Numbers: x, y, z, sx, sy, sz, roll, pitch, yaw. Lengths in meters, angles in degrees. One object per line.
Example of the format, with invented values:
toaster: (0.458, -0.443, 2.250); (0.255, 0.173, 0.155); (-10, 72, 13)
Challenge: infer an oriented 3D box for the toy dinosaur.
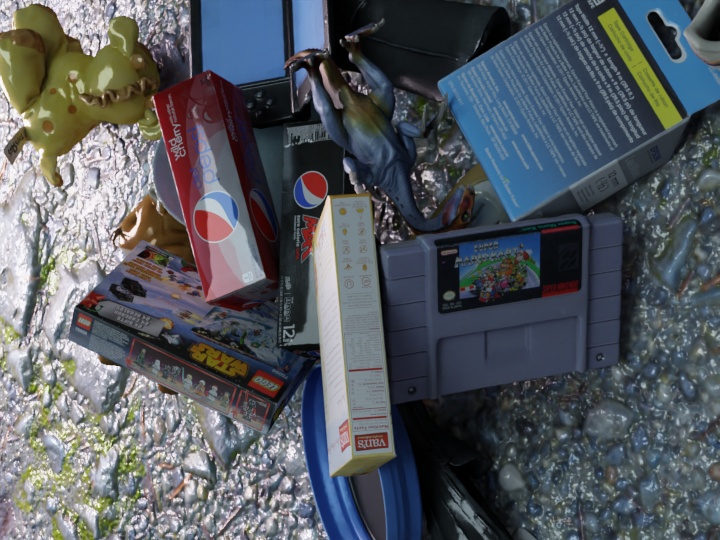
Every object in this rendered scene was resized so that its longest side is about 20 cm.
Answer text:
toy dinosaur: (0.026, -0.111, 1.233); (0.104, 0.200, 0.183); (-27, 103, -2)

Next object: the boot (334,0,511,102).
boot: (0.049, -0.240, 1.323); (0.199, 0.065, 0.167); (26, 117, 45)

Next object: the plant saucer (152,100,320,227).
plant saucer: (-0.098, -0.101, 1.416); (0.198, 0.039, 0.203); (-6, 53, 8)

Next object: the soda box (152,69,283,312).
soda box: (-0.121, -0.070, 1.316); (0.063, 0.070, 0.202); (-22, 74, 18)

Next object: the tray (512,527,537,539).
tray: (0.124, 0.331, 1.258); (0.107, 0.022, 0.202); (38, 112, 35)

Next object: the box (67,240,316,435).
box: (-0.143, 0.057, 1.329); (0.198, 0.137, 0.040); (25, 122, 7)

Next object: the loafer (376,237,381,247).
loafer: (0.000, 0.000, 1.363); (0.198, 0.075, 0.070); (14, 82, 32)

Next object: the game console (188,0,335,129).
game console: (-0.096, -0.247, 1.385); (0.174, 0.116, 0.202); (-8, 70, 14)

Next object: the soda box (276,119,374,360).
soda box: (-0.029, -0.027, 1.298); (0.063, 0.071, 0.203); (-4, 76, 25)

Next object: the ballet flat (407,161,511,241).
ballet flat: (0.084, -0.024, 1.251); (0.200, 0.069, 0.063); (-45, 13, 7)

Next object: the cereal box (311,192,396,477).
cereal box: (-0.008, 0.055, 1.163); (0.144, 0.039, 0.203); (123, 143, -76)

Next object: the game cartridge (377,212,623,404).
game cartridge: (0.111, 0.027, 1.156); (0.038, 0.198, 0.131); (-127, 32, -60)

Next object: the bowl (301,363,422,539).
bowl: (0.001, 0.177, 1.309); (0.200, 0.039, 0.203); (169, 90, -70)

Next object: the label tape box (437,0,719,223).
label tape box: (0.182, -0.136, 1.193); (0.199, 0.066, 0.144); (-30, 66, 7)

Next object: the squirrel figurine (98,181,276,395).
squirrel figurine: (-0.165, 0.003, 1.484); (0.198, 0.141, 0.189); (-17, 66, 25)

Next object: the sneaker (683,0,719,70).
sneaker: (0.317, -0.225, 1.068); (0.075, 0.090, 0.201); (50, 116, 32)

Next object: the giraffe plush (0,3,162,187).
giraffe plush: (-0.284, -0.200, 1.577); (0.160, 0.173, 0.202); (-15, 46, 16)

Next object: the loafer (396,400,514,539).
loafer: (0.078, 0.175, 1.285); (0.070, 0.068, 0.202); (-32, 61, 13)
